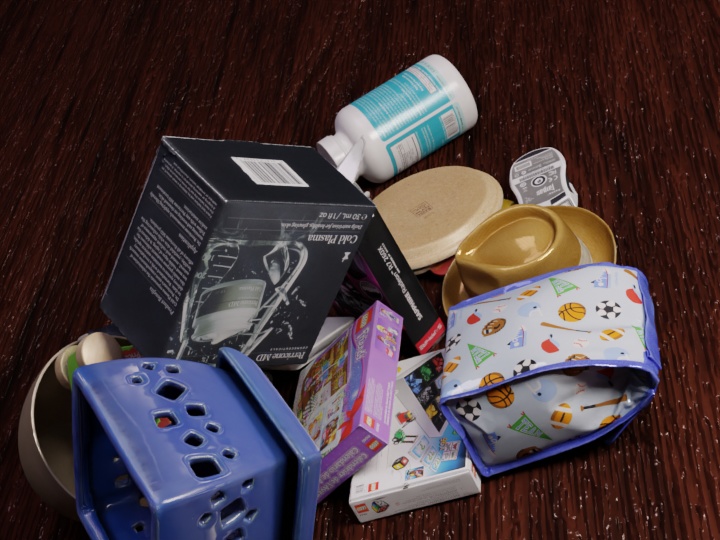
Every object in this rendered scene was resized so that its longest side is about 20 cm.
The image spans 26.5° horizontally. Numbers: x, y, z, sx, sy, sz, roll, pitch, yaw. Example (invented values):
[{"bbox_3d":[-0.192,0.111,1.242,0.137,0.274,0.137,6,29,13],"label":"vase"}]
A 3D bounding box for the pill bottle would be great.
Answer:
[{"bbox_3d":[0.044,-0.187,1.988,0.200,0.111,0.111,-32,32,-11],"label":"pill bottle"}]

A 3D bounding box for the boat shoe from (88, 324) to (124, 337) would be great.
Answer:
[{"bbox_3d":[-0.308,0.116,1.732,0.069,0.200,0.084,8,46,-25],"label":"boat shoe"}]

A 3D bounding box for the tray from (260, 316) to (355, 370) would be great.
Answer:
[{"bbox_3d":[-0.100,0.086,1.734,0.107,0.022,0.200,-35,20,-35],"label":"tray"}]

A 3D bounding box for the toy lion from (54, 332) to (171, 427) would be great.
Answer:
[{"bbox_3d":[-0.194,0.141,1.586,0.200,0.192,0.069,-18,-6,-43],"label":"toy lion"}]

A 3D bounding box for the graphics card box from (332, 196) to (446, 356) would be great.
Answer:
[{"bbox_3d":[0.000,0.000,1.657,0.125,0.200,0.051,16,54,47],"label":"graphics card box"}]

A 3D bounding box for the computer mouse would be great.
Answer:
[{"bbox_3d":[0.220,-0.069,1.756,0.110,0.044,0.200,-22,37,15],"label":"computer mouse"}]

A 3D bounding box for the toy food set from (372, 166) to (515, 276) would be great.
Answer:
[{"bbox_3d":[0.080,-0.054,1.825,0.200,0.049,0.198,-40,34,-23],"label":"toy food set"}]

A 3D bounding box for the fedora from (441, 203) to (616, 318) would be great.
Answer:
[{"bbox_3d":[0.169,-0.011,1.629,0.200,0.082,0.201,-17,47,20],"label":"fedora"}]

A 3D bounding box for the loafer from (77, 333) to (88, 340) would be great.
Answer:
[{"bbox_3d":[-0.268,0.105,1.833,0.200,0.072,0.063,-11,51,36],"label":"loafer"}]

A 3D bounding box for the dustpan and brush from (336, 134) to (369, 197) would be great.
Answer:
[{"bbox_3d":[-0.034,-0.051,1.852,0.057,0.140,0.200,31,58,11],"label":"dustpan and brush"}]

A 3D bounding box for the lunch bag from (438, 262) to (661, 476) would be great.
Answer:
[{"bbox_3d":[0.190,0.087,1.469,0.200,0.124,0.170,-23,29,19],"label":"lunch bag"}]

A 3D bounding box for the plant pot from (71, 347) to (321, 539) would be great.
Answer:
[{"bbox_3d":[-0.150,0.198,1.429,0.180,0.200,0.200,-15,43,-26],"label":"plant pot"}]

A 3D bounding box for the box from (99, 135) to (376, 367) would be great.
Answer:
[{"bbox_3d":[-0.122,-0.015,1.516,0.200,0.197,0.124,-1,35,-44],"label":"box"}]

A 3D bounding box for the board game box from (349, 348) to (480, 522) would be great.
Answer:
[{"bbox_3d":[0.058,0.159,1.538,0.126,0.035,0.200,-17,32,17],"label":"board game box"}]

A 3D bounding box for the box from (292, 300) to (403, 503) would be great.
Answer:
[{"bbox_3d":[-0.019,0.138,1.565,0.137,0.039,0.200,-44,21,31],"label":"box"}]

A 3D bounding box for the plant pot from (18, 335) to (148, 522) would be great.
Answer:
[{"bbox_3d":[-0.282,0.186,1.624,0.134,0.200,0.200,-36,16,47],"label":"plant pot"}]

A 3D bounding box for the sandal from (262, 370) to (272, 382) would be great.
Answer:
[{"bbox_3d":[-0.196,0.136,1.735,0.202,0.082,0.050,-3,82,28],"label":"sandal"}]
